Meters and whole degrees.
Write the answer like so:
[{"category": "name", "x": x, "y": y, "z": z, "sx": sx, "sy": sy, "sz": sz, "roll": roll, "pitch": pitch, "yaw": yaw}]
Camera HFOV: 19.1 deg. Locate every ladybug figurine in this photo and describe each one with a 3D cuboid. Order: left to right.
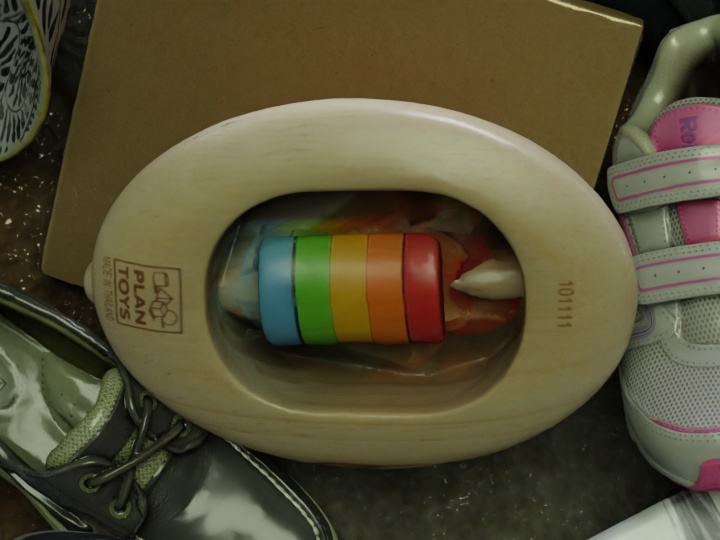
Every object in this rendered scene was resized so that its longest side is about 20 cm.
[{"category": "ladybug figurine", "x": 0.000, "y": 0.000, "z": 0.766, "sx": 0.198, "sy": 0.072, "sz": 0.137, "roll": 3, "pitch": 111, "yaw": 8}]

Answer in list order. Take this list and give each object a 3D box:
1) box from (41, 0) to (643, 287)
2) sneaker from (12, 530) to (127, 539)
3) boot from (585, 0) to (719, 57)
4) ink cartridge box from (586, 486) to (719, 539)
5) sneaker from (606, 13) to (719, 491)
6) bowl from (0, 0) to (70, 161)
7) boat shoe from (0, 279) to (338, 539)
[{"category": "box", "x": -0.010, "y": -0.046, "z": 0.803, "sx": 0.198, "sy": 0.021, "sz": 0.165, "roll": 17, "pitch": 110, "yaw": 4}, {"category": "sneaker", "x": -0.018, "y": 0.119, "z": 0.681, "sx": 0.199, "sy": 0.114, "sz": 0.077, "roll": 30, "pitch": 40, "yaw": -21}, {"category": "boot", "x": 0.034, "y": -0.121, "z": 0.842, "sx": 0.168, "sy": 0.200, "sz": 0.077, "roll": -32, "pitch": 35, "yaw": 19}, {"category": "ink cartridge box", "x": 0.155, "y": 0.143, "z": 0.766, "sx": 0.199, "sy": 0.083, "sz": 0.146, "roll": -26, "pitch": 76, "yaw": -9}, {"category": "sneaker", "x": 0.124, "y": -0.013, "z": 0.775, "sx": 0.081, "sy": 0.088, "sz": 0.201, "roll": -11, "pitch": 47, "yaw": 16}, {"category": "bowl", "x": -0.175, "y": -0.143, "z": 0.800, "sx": 0.200, "sy": 0.201, "sz": 0.094, "roll": 31, "pitch": 58, "yaw": 8}, {"category": "boat shoe", "x": -0.098, "y": 0.064, "z": 0.792, "sx": 0.200, "sy": 0.066, "sz": 0.072, "roll": 33, "pitch": 75, "yaw": 8}]
